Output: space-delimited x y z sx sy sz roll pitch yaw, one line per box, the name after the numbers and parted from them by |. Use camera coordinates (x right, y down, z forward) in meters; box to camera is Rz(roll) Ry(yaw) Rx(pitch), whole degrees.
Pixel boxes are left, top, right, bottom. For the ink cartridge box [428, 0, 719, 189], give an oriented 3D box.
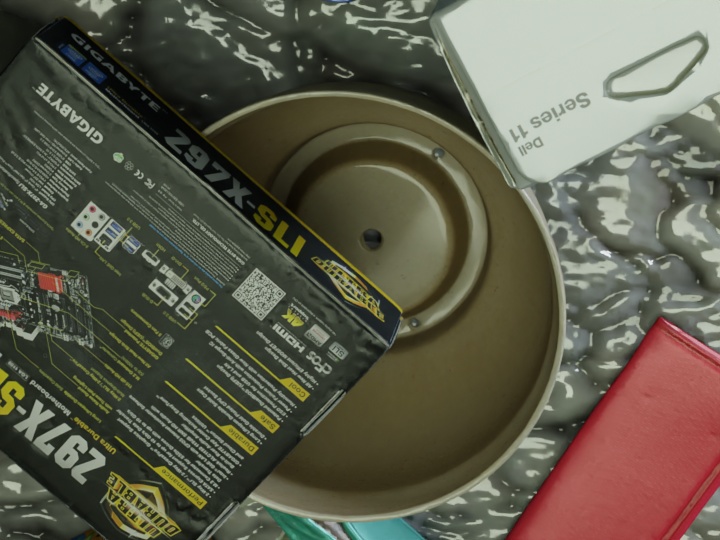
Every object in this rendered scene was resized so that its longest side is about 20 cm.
0.115 -0.122 0.844 0.146 0.200 0.083 -27 102 13 | ink cartridge box

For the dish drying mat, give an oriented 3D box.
0.130 0.124 1.015 0.077 0.018 0.200 31 108 -3 | dish drying mat

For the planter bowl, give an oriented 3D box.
0.000 0.000 0.929 0.200 0.135 0.201 3 107 8 | planter bowl

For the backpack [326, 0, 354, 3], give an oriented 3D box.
-0.009 -0.205 0.832 0.134 0.200 0.183 -38 100 16 | backpack

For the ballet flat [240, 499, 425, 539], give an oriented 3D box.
-0.030 0.118 1.009 0.070 0.067 0.200 -33 100 34 | ballet flat

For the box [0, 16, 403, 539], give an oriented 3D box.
-0.107 0.015 0.853 0.200 0.049 0.160 41 111 -6 | box

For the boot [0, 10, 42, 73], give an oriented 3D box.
-0.138 -0.039 0.969 0.077 0.139 0.200 -6 151 45 | boot

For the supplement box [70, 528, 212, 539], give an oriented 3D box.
-0.169 0.192 1.045 0.200 0.067 0.069 -29 99 13 | supplement box
